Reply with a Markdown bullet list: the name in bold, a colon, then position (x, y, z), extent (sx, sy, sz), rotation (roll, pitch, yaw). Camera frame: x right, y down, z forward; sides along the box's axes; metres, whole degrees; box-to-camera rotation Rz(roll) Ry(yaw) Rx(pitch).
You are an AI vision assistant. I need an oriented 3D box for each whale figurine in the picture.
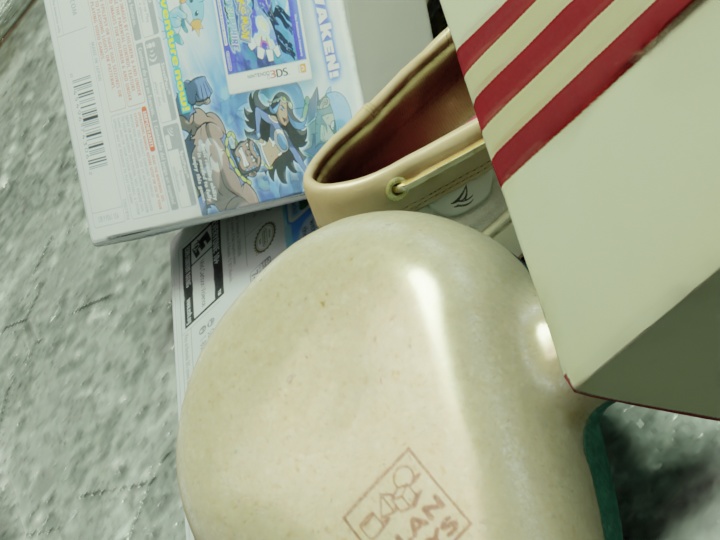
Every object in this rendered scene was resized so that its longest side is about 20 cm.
- **whale figurine**: position (0.035, 0.075, 0.737), extent (0.159, 0.104, 0.200), rotation (-49, 55, 11)

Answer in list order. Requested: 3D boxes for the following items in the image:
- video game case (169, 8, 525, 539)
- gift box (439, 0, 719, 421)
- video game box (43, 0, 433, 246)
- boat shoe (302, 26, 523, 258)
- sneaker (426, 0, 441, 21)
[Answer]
- **video game case**: position (0.000, 0.000, 0.912), extent (0.182, 0.024, 0.200), rotation (-41, 32, 24)
- **gift box**: position (0.149, -0.062, 0.581), extent (0.187, 0.184, 0.200), rotation (-45, 54, 36)
- **video game box**: position (-0.054, -0.120, 0.930), extent (0.182, 0.047, 0.200), rotation (-9, 92, 53)
- **boat shoe**: position (0.060, -0.073, 0.820), extent (0.200, 0.069, 0.074), rotation (-49, 36, -13)
- **sneaker**: position (-0.030, -0.120, 0.976), extent (0.070, 0.090, 0.200), rotation (-54, 18, -17)
